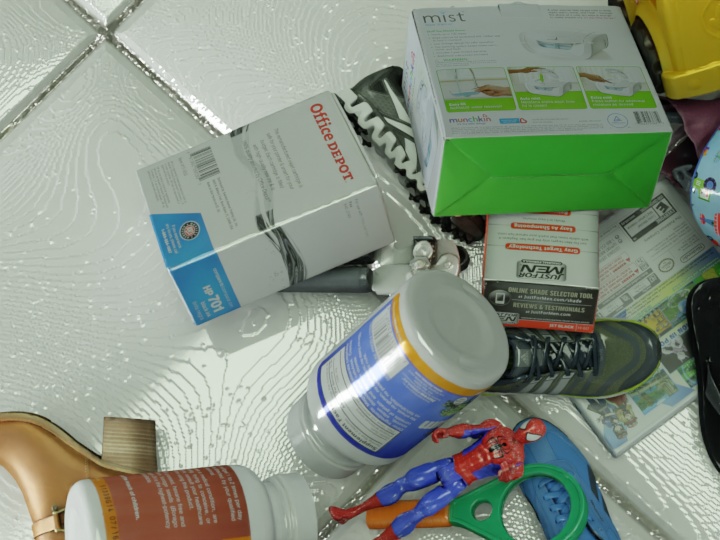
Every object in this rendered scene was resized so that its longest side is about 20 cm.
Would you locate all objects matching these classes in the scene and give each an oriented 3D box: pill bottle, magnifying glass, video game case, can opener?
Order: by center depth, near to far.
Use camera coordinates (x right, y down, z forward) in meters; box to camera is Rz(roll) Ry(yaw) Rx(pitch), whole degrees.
[{"bbox_3d":[-0.143,0.224,1.200,0.199,0.112,0.113,-3,73,-23],"label":"pill bottle"},{"bbox_3d":[0.025,0.097,1.206,0.112,0.200,0.113,25,43,-25],"label":"pill bottle"},{"bbox_3d":[0.099,0.210,1.227,0.199,0.022,0.080,-5,60,22],"label":"magnifying glass"},{"bbox_3d":[0.257,0.041,1.298,0.199,0.022,0.183,-34,76,-7],"label":"video game case"},{"bbox_3d":[0.000,0.000,1.309,0.199,0.066,0.053,0,73,12],"label":"can opener"}]

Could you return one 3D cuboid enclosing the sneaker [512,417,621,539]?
[{"bbox_3d":[0.188,0.216,1.226,0.066,0.078,0.201,-22,73,-1],"label":"sneaker"}]

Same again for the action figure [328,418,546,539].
[{"bbox_3d":[0.066,0.174,1.190,0.199,0.099,0.066,-30,70,4],"label":"action figure"}]

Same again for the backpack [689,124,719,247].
[{"bbox_3d":[0.393,-0.065,1.208,0.200,0.135,0.183,33,94,-25],"label":"backpack"}]

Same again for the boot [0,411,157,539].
[{"bbox_3d":[-0.279,0.208,1.265,0.199,0.077,0.156,4,79,-3],"label":"boot"}]

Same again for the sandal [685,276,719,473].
[{"bbox_3d":[0.332,0.106,1.247,0.076,0.043,0.201,-17,88,-6],"label":"sandal"}]

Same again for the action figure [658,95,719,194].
[{"bbox_3d":[0.360,-0.137,1.317,0.199,0.149,0.135,-29,115,-21],"label":"action figure"}]

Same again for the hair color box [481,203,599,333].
[{"bbox_3d":[0.161,-0.041,1.261,0.101,0.061,0.201,5,46,5],"label":"hair color box"}]

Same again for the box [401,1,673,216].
[{"bbox_3d":[0.149,-0.146,1.245,0.199,0.097,0.177,-3,47,-10],"label":"box"}]

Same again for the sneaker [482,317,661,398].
[{"bbox_3d":[0.163,0.081,1.239,0.199,0.081,0.074,-8,85,19],"label":"sneaker"}]

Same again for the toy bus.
[{"bbox_3d":[0.286,-0.279,1.264,0.135,0.193,0.200,-22,34,5],"label":"toy bus"}]

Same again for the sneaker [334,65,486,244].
[{"bbox_3d":[0.064,-0.117,1.328,0.090,0.066,0.200,-39,74,-5],"label":"sneaker"}]

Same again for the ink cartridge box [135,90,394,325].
[{"bbox_3d":[-0.088,-0.059,1.285,0.199,0.086,0.147,-22,46,-4],"label":"ink cartridge box"}]
